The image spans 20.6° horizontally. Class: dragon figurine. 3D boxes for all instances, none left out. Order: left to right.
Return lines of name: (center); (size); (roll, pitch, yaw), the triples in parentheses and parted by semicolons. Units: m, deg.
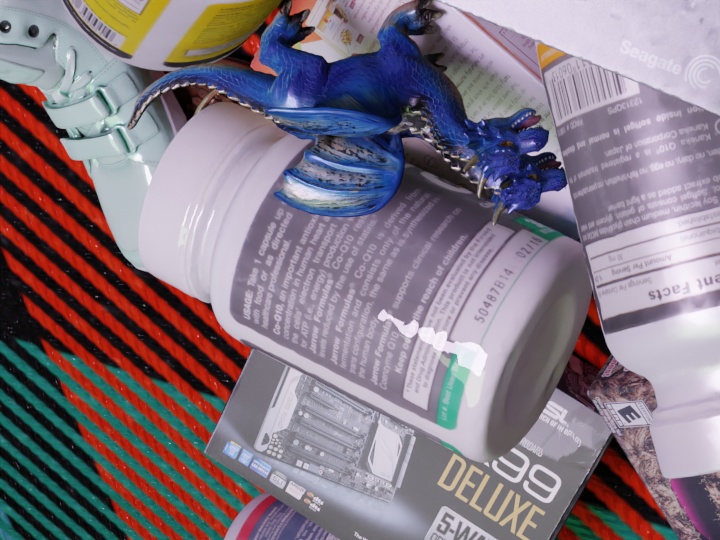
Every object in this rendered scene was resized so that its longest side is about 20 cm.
dragon figurine: (-0.010, -0.064, 0.859); (0.199, 0.100, 0.059); (-2, 136, 3)

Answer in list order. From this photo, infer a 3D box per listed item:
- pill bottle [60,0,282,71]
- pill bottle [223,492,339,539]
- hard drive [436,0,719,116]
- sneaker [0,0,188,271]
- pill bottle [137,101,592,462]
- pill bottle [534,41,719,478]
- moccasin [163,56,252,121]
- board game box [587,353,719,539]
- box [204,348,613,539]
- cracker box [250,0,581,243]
pill bottle: (-0.072, -0.163, 0.874); (0.114, 0.114, 0.200); (43, 165, -7)
pill bottle: (0.017, 0.204, 1.241); (0.199, 0.120, 0.120); (2, 131, 40)
hard drive: (0.117, -0.171, 0.725); (0.139, 0.033, 0.201); (24, 109, 15)
sneaker: (-0.157, -0.087, 1.013); (0.074, 0.118, 0.202); (-11, 95, 46)
pill bottle: (0.000, 0.000, 0.942); (0.199, 0.113, 0.113); (26, 143, 20)
pill bottle: (0.147, -0.023, 0.812); (0.116, 0.116, 0.201); (-18, 83, 50)
moccasin: (-0.050, -0.055, 1.052); (0.201, 0.078, 0.074); (29, 144, 15)
board game box: (0.238, 0.077, 0.926); (0.199, 0.097, 0.160); (-9, 123, 47)
box: (0.031, 0.086, 1.107); (0.199, 0.050, 0.158); (32, 117, 10)
cracker box: (0.057, -0.082, 0.946); (0.200, 0.058, 0.134); (41, 146, -1)
